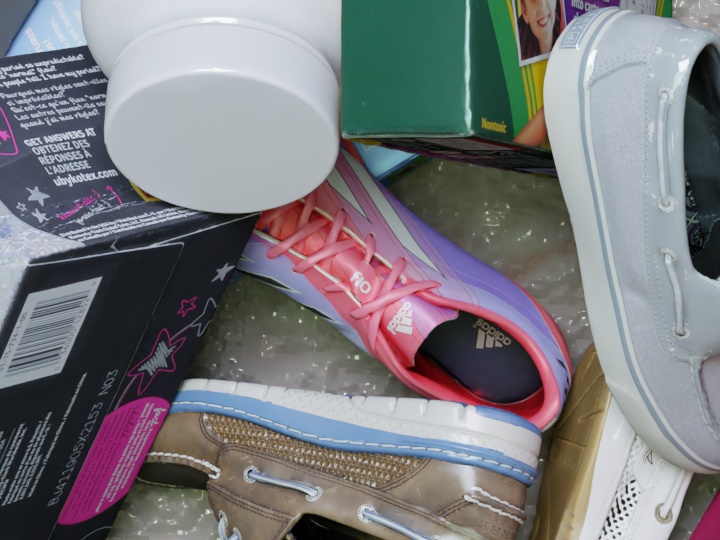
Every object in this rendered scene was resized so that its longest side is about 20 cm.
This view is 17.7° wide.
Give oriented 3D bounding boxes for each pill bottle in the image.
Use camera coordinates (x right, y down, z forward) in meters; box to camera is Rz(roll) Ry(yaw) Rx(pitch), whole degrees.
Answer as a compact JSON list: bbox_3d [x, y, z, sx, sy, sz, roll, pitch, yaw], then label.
[{"bbox_3d":[-0.047,-0.127,0.866,0.111,0.112,0.201,-5,56,9],"label":"pill bottle"}]

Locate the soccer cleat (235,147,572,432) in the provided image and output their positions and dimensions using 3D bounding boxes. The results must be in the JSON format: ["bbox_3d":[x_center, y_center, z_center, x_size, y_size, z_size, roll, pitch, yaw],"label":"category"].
[{"bbox_3d":[0.000,0.000,0.920,0.199,0.077,0.067,33,102,-10],"label":"soccer cleat"}]

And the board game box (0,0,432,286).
[{"bbox_3d":[-0.078,-0.069,0.981,0.199,0.037,0.152,-31,83,5],"label":"board game box"}]

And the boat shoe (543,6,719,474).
[{"bbox_3d":[0.126,-0.003,0.850,0.071,0.070,0.202,11,132,43],"label":"boat shoe"}]

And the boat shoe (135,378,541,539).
[{"bbox_3d":[-0.025,0.087,0.915,0.199,0.072,0.073,-1,70,38],"label":"boat shoe"}]

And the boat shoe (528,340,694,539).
[{"bbox_3d":[0.099,0.129,0.929,0.069,0.071,0.202,17,95,-12],"label":"boat shoe"}]

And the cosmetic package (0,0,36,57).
[{"bbox_3d":[-0.217,-0.184,0.968,0.199,0.090,0.107,32,91,22],"label":"cosmetic package"}]

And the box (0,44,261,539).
[{"bbox_3d":[-0.152,0.028,0.896,0.115,0.132,0.201,42,123,25],"label":"box"}]

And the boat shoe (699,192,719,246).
[{"bbox_3d":[0.192,-0.006,0.909,0.057,0.067,0.200,-38,95,31],"label":"boat shoe"}]

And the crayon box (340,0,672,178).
[{"bbox_3d":[0.062,-0.128,0.876,0.058,0.200,0.174,0,88,27],"label":"crayon box"}]

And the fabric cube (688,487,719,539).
[{"bbox_3d":[0.220,0.131,0.803,0.196,0.199,0.200,40,127,4],"label":"fabric cube"}]
